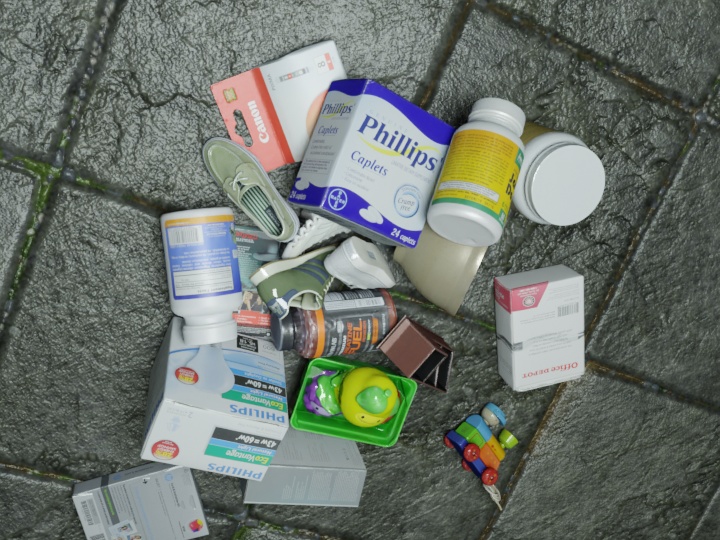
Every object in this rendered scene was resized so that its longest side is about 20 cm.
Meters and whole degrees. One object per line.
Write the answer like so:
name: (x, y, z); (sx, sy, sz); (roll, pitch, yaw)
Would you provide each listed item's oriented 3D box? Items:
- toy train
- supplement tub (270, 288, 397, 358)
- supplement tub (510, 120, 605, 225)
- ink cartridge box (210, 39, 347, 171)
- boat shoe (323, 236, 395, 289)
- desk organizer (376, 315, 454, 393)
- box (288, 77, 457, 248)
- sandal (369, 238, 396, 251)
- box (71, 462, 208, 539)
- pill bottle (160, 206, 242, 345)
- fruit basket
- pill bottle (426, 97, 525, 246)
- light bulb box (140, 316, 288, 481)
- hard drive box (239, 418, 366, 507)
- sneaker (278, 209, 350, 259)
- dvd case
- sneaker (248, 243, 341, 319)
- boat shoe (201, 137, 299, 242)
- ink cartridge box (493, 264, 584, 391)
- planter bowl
toy train: (0.259, 0.356, 1.475); (0.116, 0.085, 0.200); (-42, 114, -12)
supplement tub: (-0.046, 0.089, 1.271); (0.199, 0.107, 0.108); (-5, 110, -21)
supplement tub: (0.287, -0.158, 1.233); (0.144, 0.200, 0.146); (-5, 110, -13)
ink cartridge box: (-0.108, -0.246, 1.182); (0.199, 0.050, 0.163); (-24, 113, -9)
boat shoe: (0.000, 0.000, 1.238); (0.068, 0.200, 0.072); (-28, 77, 14)
desk organizer: (0.112, 0.147, 1.302); (0.072, 0.077, 0.200); (-48, 152, 5)
box: (0.021, -0.159, 1.155); (0.183, 0.105, 0.201); (22, 86, -33)
sandal: (0.060, -0.125, 1.267); (0.075, 0.048, 0.202); (10, 105, -18)
box: (-0.382, 0.419, 1.343); (0.199, 0.041, 0.157); (-14, 112, -9)
pill bottle: (-0.240, 0.008, 1.174); (0.111, 0.112, 0.201); (-7, 94, -12)
fruit basket: (-0.004, 0.221, 1.288); (0.214, 0.216, 0.156); (15, 104, -19)
pill bottle: (0.177, -0.147, 1.128); (0.112, 0.113, 0.201); (26, 71, -21)
light bulb box: (-0.228, 0.201, 1.210); (0.197, 0.200, 0.125); (17, 119, -20)
hard drive box: (-0.107, 0.327, 1.322); (0.199, 0.156, 0.077); (8, 108, -16)
sneaker: (-0.049, -0.082, 1.231); (0.200, 0.075, 0.081); (-46, 113, -3)
dvd case: (-0.175, 0.029, 1.274); (0.145, 0.022, 0.201); (6, 108, -17)
sneaker: (-0.082, 0.022, 1.215); (0.200, 0.067, 0.090); (-18, 74, -47)
boat shoe: (-0.168, -0.127, 1.162); (0.072, 0.062, 0.200); (-44, 86, 7)
ink cartridge box: (0.327, 0.104, 1.397); (0.145, 0.085, 0.201); (-11, 109, -11)
planter bowl: (0.135, -0.044, 1.254); (0.134, 0.200, 0.201); (25, 102, 7)
